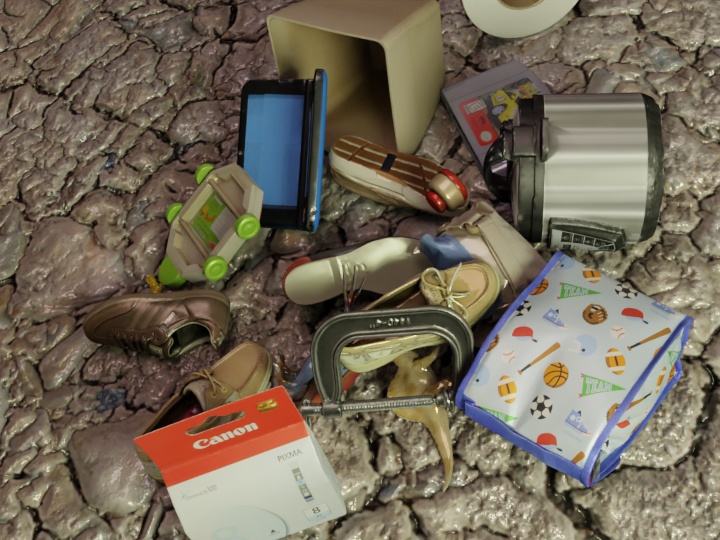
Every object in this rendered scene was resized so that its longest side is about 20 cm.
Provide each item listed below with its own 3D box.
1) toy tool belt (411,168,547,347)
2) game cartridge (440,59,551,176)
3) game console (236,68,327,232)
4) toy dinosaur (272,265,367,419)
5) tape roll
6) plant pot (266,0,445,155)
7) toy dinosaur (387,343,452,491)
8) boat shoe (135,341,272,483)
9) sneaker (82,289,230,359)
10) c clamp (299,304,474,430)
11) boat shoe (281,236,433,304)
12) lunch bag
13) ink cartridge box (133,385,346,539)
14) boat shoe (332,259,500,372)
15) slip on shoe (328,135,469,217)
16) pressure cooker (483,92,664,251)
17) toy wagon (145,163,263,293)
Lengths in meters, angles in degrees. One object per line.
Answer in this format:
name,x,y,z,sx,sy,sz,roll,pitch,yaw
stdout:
toy tool belt,0.119,-0.013,1.132,0.123,0.125,0.200,-41,71,-7
game cartridge,0.199,-0.204,1.322,0.131,0.041,0.201,-19,49,-2
game console,-0.107,-0.155,1.274,0.116,0.171,0.203,3,93,-4
toy dinosaur,-0.008,0.102,1.145,0.179,0.105,0.203,-7,84,1
tape roll,0.231,-0.424,1.377,0.200,0.204,0.037,-21,48,1
plant pot,0.015,-0.286,1.356,0.198,0.202,0.177,21,50,31
toy dinosaur,0.082,0.137,1.083,0.100,0.058,0.202,-29,69,1
boat shoe,-0.180,0.155,1.140,0.073,0.067,0.200,25,64,33
sneaker,-0.261,0.074,1.230,0.197,0.071,0.076,-11,51,11
c clamp,0.026,0.118,1.030,0.197,0.173,0.027,-10,16,4
boat shoe,0.000,0.000,1.206,0.197,0.072,0.063,-12,6,-5
lunch bag,0.217,0.109,1.009,0.169,0.125,0.200,27,58,31
ink cartridge box,-0.116,0.210,0.985,0.158,0.201,0.048,-20,48,2
boat shoe,0.060,0.048,1.051,0.198,0.063,0.074,-30,69,2
slip on shoe,0.047,-0.111,1.286,0.198,0.061,0.076,21,47,10
pressure cooker,0.242,-0.117,1.136,0.197,0.178,0.179,1,32,7
toy wagon,-0.211,-0.048,1.305,0.201,0.039,0.155,-51,44,8
